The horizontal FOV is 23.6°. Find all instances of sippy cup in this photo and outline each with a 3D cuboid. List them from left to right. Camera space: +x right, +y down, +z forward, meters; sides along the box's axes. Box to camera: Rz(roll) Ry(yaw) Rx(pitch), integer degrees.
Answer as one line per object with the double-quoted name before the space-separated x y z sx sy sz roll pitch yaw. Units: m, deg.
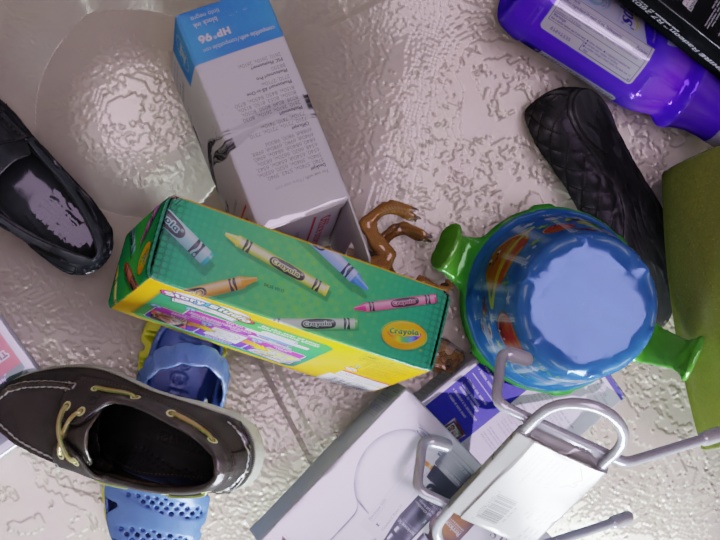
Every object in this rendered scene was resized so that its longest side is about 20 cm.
"sippy cup" 0.145 0.022 1.199 0.177 0.130 0.140 -12 93 -6

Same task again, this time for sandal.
"sandal" -0.134 0.121 1.209 0.079 0.087 0.201 6 92 -14

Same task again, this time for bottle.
"bottle" 0.196 -0.160 1.272 0.199 0.084 0.065 31 118 -10

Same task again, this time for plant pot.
"plant pot" 0.299 0.004 1.262 0.186 0.187 0.201 -21 85 -10

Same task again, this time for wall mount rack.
"wall mount rack" 0.138 0.133 1.158 0.173 0.200 0.075 25 46 -12

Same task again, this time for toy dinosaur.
"toy dinosaur" 0.000 0.000 1.243 0.199 0.060 0.107 32 76 -2

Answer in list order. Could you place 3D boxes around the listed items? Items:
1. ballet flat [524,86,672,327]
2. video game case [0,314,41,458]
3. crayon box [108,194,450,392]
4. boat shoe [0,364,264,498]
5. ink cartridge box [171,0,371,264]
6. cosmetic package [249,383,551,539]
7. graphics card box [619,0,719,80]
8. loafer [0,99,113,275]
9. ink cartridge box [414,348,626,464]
"ballet flat" 0.186 -0.047 1.299 0.066 0.057 0.201 -33 104 -37
"video game case" -0.337 0.081 1.198 0.200 0.023 0.183 -36 98 -10
"crayon box" -0.056 0.020 1.145 0.199 0.119 0.059 20 73 -16
"boat shoe" -0.166 0.106 1.150 0.200 0.061 0.072 9 95 20
"ink cartridge box" -0.064 -0.075 1.179 0.068 0.116 0.201 -20 79 -11
"cosmetic package" 0.043 0.202 1.230 0.151 0.052 0.200 -45 100 -5
"graphics card box" 0.258 -0.217 1.229 0.200 0.051 0.126 34 81 -18
"loafer" -0.248 -0.075 1.187 0.200 0.070 0.068 44 83 -10
"ink cartridge box" 0.090 0.116 1.280 0.200 0.039 0.100 -37 98 -7
